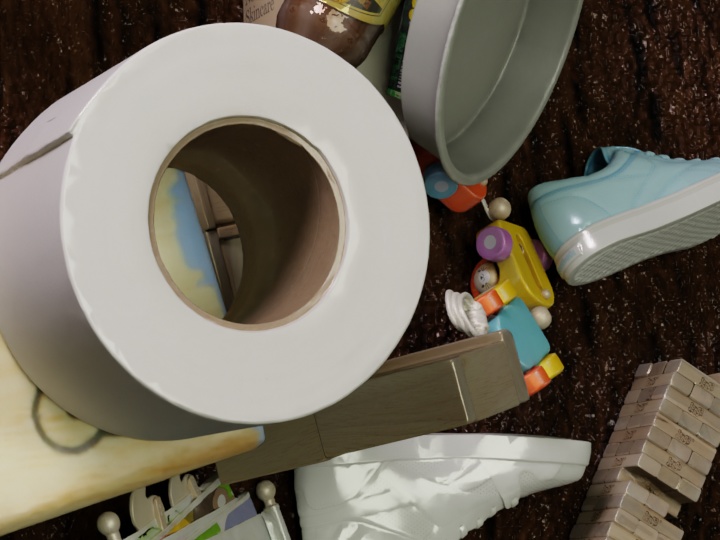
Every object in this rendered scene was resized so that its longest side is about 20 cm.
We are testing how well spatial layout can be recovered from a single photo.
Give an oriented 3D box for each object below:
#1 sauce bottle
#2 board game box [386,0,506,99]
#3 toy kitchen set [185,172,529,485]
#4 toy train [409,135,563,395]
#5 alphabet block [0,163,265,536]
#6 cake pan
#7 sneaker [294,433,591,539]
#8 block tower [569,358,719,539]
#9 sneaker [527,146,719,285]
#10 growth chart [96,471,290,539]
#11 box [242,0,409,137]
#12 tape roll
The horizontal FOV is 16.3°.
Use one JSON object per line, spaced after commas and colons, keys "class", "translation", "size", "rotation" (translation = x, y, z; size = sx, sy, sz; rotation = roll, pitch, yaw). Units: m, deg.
{"class": "sauce bottle", "translation": [-0.008, -0.165, 1.512], "size": [0.065, 0.065, 0.201], "rotation": [34, 71, -17]}
{"class": "board game box", "translation": [0.079, -0.177, 1.594], "size": [0.200, 0.023, 0.106], "rotation": [-30, 134, -58]}
{"class": "toy kitchen set", "translation": [0.000, 0.000, 1.499], "size": [0.163, 0.179, 0.201], "rotation": [-15, 89, -59]}
{"class": "toy train", "translation": [0.066, -0.003, 1.608], "size": [0.150, 0.055, 0.201], "rotation": [39, 31, -35]}
{"class": "alphabet block", "translation": [-0.200, 0.044, 1.424], "size": [0.199, 0.196, 0.197], "rotation": [-18, 89, -26]}
{"class": "cake pan", "translation": [0.082, -0.152, 1.543], "size": [0.037, 0.201, 0.201], "rotation": [21, 69, 22]}
{"class": "sneaker", "translation": [0.053, 0.161, 1.599], "size": [0.198, 0.074, 0.117], "rotation": [-2, 86, -16]}
{"class": "block tower", "translation": [0.185, 0.152, 1.667], "size": [0.058, 0.054, 0.201], "rotation": [32, 71, -18]}
{"class": "sneaker", "translation": [0.197, -0.058, 1.692], "size": [0.199, 0.074, 0.082], "rotation": [-17, 67, -38]}
{"class": "growth chart", "translation": [-0.084, 0.188, 1.500], "size": [0.200, 0.018, 0.146], "rotation": [-8, 81, -62]}
{"class": "box", "translation": [-0.024, -0.165, 1.590], "size": [0.077, 0.095, 0.202], "rotation": [0, 82, -24]}
{"class": "tape roll", "translation": [-0.082, -0.016, 1.302], "size": [0.201, 0.139, 0.204], "rotation": [3, 81, -24]}
